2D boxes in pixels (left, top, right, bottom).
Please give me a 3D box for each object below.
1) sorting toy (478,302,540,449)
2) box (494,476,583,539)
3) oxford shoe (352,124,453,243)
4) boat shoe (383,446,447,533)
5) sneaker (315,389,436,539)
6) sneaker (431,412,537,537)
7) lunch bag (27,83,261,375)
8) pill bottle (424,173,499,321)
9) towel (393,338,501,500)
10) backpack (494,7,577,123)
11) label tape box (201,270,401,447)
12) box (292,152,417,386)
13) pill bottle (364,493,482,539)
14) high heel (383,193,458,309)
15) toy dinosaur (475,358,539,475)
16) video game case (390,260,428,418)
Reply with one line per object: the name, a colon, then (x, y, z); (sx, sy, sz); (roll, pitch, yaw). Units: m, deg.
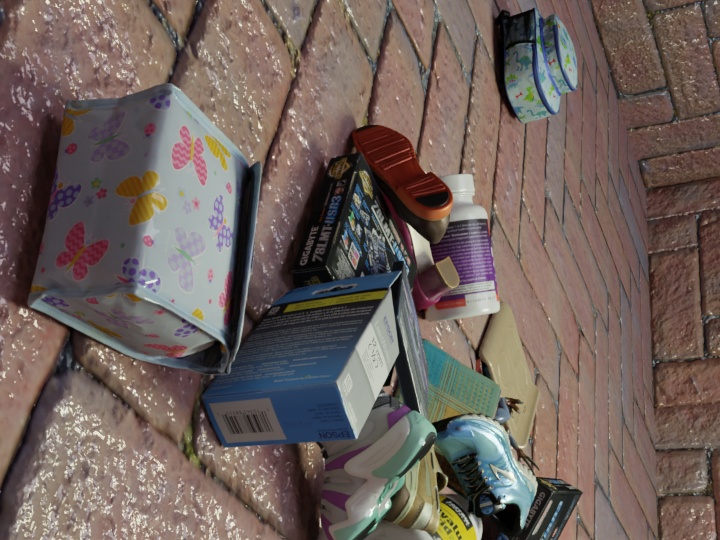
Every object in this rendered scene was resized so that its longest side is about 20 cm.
sorting toy: (0.260, 0.184, 1.655); (0.202, 0.036, 0.186); (66, 28, -21)
box: (0.255, 0.413, 1.432); (0.202, 0.049, 0.198); (-61, 152, 0)
oxford shoe: (0.045, -0.111, 1.183); (0.201, 0.070, 0.073); (56, -23, 38)
boat shoe: (0.065, 0.235, 1.088); (0.076, 0.072, 0.201); (30, 26, -8)
sneaker: (-0.023, 0.196, 0.977); (0.201, 0.140, 0.078); (-56, 160, 16)
sneaker: (0.154, 0.250, 1.137); (0.200, 0.078, 0.091); (48, 37, -27)
lunch bag: (-0.145, -0.023, 0.741); (0.200, 0.125, 0.172); (49, 42, -60)
pill bottle: (0.135, -0.033, 1.358); (0.111, 0.110, 0.203); (-3, 86, -65)
towel: (0.109, 0.192, 1.247); (0.146, 0.022, 0.201); (32, 42, -6)
backpack: (0.372, -0.424, 1.955); (0.183, 0.145, 0.203); (40, 50, -52)
label tape box: (-0.042, 0.082, 0.900); (0.200, 0.142, 0.067); (-55, 130, -56)
box: (0.000, 0.000, 1.112); (0.200, 0.049, 0.201); (-76, 148, -44)
pill bottle: (0.078, 0.330, 1.118); (0.199, 0.110, 0.113); (-2, 84, -66)
high heel: (0.060, -0.047, 1.286); (0.067, 0.096, 0.202); (-26, 86, -43)
toy dinosaur: (0.183, 0.262, 1.454); (0.200, 0.105, 0.181); (48, 35, 19)
video game case: (0.054, 0.085, 1.045); (0.200, 0.019, 0.145); (-78, 155, -73)
